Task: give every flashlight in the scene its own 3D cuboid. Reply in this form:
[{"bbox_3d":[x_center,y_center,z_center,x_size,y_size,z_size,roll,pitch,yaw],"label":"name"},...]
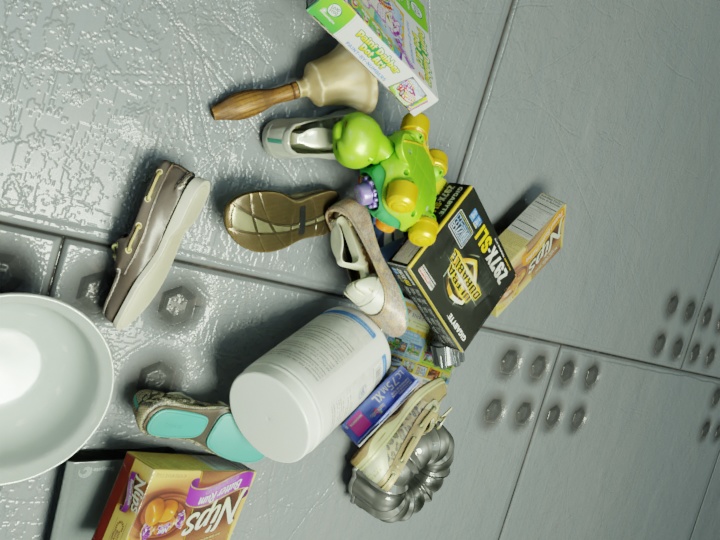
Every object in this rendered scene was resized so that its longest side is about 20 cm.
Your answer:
[{"bbox_3d":[0.124,0.054,1.047,0.067,0.068,0.201,-11,98,-15],"label":"flashlight"}]

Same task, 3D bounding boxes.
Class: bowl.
[{"bbox_3d":[-0.367,0.109,0.684,0.200,0.090,0.202,-12,111,-34],"label":"bowl"}]

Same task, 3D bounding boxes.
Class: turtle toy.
[{"bbox_3d":[0.038,-0.127,0.853,0.200,0.101,0.146,50,45,-49],"label":"turtle toy"}]

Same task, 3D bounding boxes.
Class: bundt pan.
[{"bbox_3d":[0.078,0.322,1.075,0.201,0.076,0.203,-27,133,-32],"label":"bundt pan"}]

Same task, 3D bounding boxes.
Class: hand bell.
[{"bbox_3d":[-0.089,-0.222,0.825,0.199,0.104,0.105,-20,115,-18],"label":"hand bell"}]

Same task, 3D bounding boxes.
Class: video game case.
[{"bbox_3d":[0.084,0.148,1.096,0.200,0.023,0.183,24,88,-39],"label":"video game case"}]

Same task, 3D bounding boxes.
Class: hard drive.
[{"bbox_3d":[-0.315,0.320,0.825,0.139,0.033,0.201,9,97,-39],"label":"hard drive"}]

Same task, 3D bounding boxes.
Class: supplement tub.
[{"bbox_3d":[-0.060,0.142,0.874,0.200,0.131,0.133,-32,123,-50],"label":"supplement tub"}]

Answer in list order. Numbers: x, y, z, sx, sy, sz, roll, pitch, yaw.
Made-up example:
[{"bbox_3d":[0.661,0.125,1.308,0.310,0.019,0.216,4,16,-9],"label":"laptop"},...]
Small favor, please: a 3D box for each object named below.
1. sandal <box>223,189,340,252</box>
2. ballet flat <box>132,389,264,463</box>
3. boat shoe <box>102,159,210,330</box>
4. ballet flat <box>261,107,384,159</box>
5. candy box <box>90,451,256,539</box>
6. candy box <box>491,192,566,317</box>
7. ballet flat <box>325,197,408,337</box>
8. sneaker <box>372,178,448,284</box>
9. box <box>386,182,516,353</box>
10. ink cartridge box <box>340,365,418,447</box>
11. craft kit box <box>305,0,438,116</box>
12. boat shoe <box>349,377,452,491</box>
[{"bbox_3d":[-0.104,-0.073,0.868,0.200,0.054,0.081,-16,119,-50],"label":"sandal"},{"bbox_3d":[-0.202,0.189,0.848,0.200,0.075,0.068,31,95,-42],"label":"ballet flat"},{"bbox_3d":[-0.245,-0.028,0.760,0.059,0.072,0.201,30,98,1],"label":"boat shoe"},{"bbox_3d":[-0.033,-0.177,0.879,0.199,0.069,0.070,-14,112,-35],"label":"ballet flat"},{"bbox_3d":[-0.226,0.295,0.831,0.200,0.056,0.117,32,78,-57],"label":"candy box"},{"bbox_3d":[0.275,-0.027,1.152,0.200,0.055,0.116,-44,146,-21],"label":"candy box"},{"bbox_3d":[0.000,0.000,0.887,0.067,0.068,0.201,-13,77,-47],"label":"ballet flat"},{"bbox_3d":[0.053,-0.056,0.981,0.201,0.082,0.074,-60,151,4],"label":"sneaker"},{"bbox_3d":[0.140,-0.002,0.969,0.160,0.049,0.200,-52,131,-21],"label":"box"},{"bbox_3d":[0.027,0.197,0.950,0.119,0.042,0.200,-44,170,-10],"label":"ink cartridge box"},{"bbox_3d":[0.015,-0.320,0.814,0.197,0.048,0.201,36,40,-42],"label":"craft kit box"},{"bbox_3d":[0.065,0.215,0.892,0.200,0.063,0.073,-35,164,-43],"label":"boat shoe"}]
